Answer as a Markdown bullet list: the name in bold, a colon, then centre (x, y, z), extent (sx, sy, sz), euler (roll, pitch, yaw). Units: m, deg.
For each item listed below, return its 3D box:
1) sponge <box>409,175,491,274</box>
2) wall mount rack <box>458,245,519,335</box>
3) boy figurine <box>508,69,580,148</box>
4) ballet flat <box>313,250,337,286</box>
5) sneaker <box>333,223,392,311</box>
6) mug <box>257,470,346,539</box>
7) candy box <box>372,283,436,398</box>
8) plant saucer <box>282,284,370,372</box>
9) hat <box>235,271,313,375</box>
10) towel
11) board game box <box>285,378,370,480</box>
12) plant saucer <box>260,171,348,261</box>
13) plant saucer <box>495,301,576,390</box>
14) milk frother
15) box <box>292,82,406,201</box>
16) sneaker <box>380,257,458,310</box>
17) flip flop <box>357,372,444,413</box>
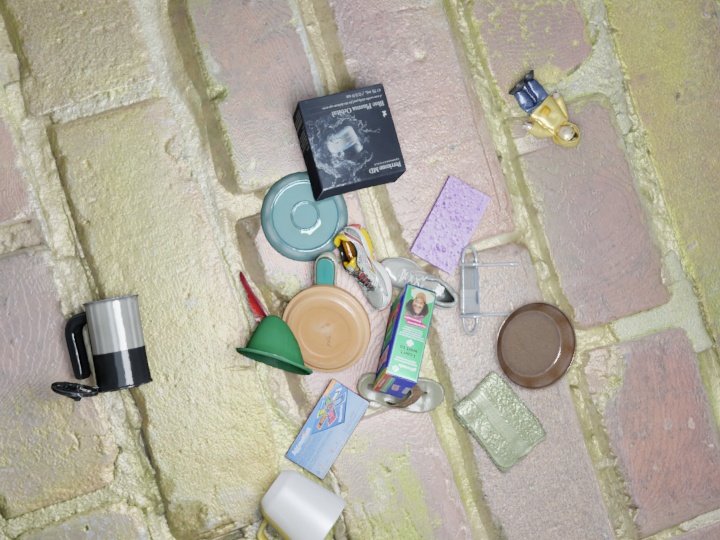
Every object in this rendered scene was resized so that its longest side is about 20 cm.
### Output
- **sponge**: centre (0.205, -0.105, 1.761), extent (0.111, 0.030, 0.202), euler (29, 86, -6)
- **wall mount rack**: centre (0.288, 0.044, 1.747), extent (0.172, 0.074, 0.204), euler (0, 89, -48)
- **boy figurine**: centre (0.427, -0.356, 1.779), extent (0.124, 0.064, 0.201), euler (-39, 90, -9)
- **ballet flat**: centre (-0.075, 0.053, 1.702), extent (0.066, 0.062, 0.203), euler (13, 110, 6)
- **sneaker**: centre (0.000, 0.000, 1.698), extent (0.082, 0.077, 0.202), euler (-25, 85, -50)
- **mug**: centre (-0.144, 0.524, 1.650), extent (0.152, 0.150, 0.187), euler (37, 78, 3)
- **candy box**: centre (0.092, 0.154, 1.646), extent (0.076, 0.169, 0.203), euler (15, 68, -4)
- **plant saucer**: centre (-0.076, 0.130, 1.678), extent (0.197, 0.032, 0.203), euler (3, 110, 9)
- **hat**: centre (-0.171, 0.110, 1.655), extent (0.198, 0.165, 0.179), euler (23, 73, -22)
- **towel**: centre (0.319, 0.344, 1.761), extent (0.148, 0.036, 0.201), euler (-41, 94, -7)
- **board game box**: centre (-0.073, 0.351, 1.712), extent (0.102, 0.019, 0.202), euler (32, 90, -6)
- **plant saucer**: centre (-0.124, -0.121, 1.723), extent (0.197, 0.027, 0.204), euler (0, 88, -6)
- **plant saucer**: centre (0.396, 0.170, 1.766), extent (0.197, 0.037, 0.204), euler (-1, 94, -11)
- **milk frother**: centre (-0.536, 0.157, 1.579), extent (0.178, 0.200, 0.191), euler (-11, 90, -3)
- **box**: centre (-0.025, -0.277, 1.680), extent (0.194, 0.117, 0.203), euler (-15, 87, -12)
- **sneaker**: centre (0.134, 0.025, 1.718), extent (0.198, 0.092, 0.077), euler (23, 86, -5)
- **flip flop**: centre (0.091, 0.271, 1.723), extent (0.197, 0.058, 0.082), euler (12, 87, -6)
